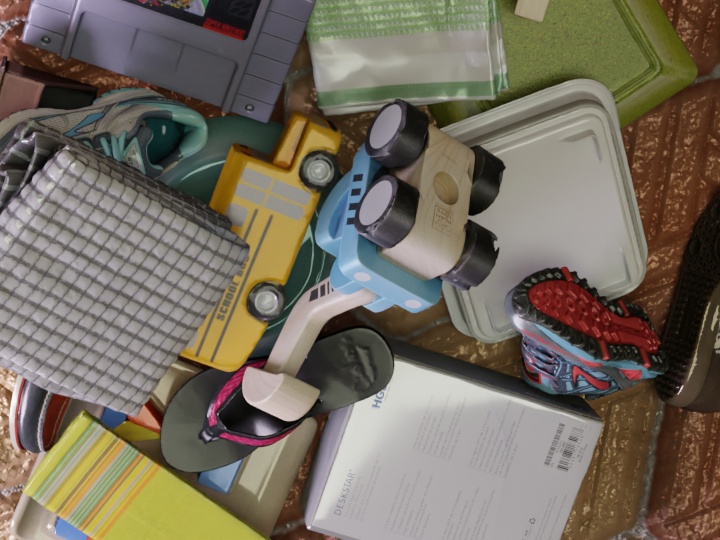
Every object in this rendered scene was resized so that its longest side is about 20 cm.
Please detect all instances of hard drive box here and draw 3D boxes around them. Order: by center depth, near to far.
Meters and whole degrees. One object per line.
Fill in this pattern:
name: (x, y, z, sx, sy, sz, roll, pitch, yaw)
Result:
hard drive box: (0.071, 0.153, 1.587, 0.200, 0.077, 0.156, 18, 99, -11)

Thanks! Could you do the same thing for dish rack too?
dish rack: (0.137, -0.036, 1.541, 0.171, 0.044, 0.200, -21, 124, -3)

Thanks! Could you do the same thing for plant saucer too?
plant saucer: (0.140, -0.178, 1.542, 0.200, 0.048, 0.200, -33, 103, 1)
plant saucer: (-0.098, -0.020, 1.553, 0.199, 0.036, 0.201, -1, 101, -7)

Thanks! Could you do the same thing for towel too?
towel: (-0.198, -0.001, 1.399, 0.200, 0.086, 0.166, 28, 105, -42)
towel: (0.026, -0.216, 1.470, 0.149, 0.031, 0.200, -5, 110, 8)
towel: (-0.160, 0.194, 1.549, 0.200, 0.018, 0.086, 36, 106, -15)

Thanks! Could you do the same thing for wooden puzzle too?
wooden puzzle: (-0.156, 0.168, 1.578, 0.200, 0.046, 0.186, 23, 98, -11)

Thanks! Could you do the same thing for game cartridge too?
game cartridge: (-0.143, -0.192, 1.479, 0.200, 0.038, 0.130, 18, 136, -8)

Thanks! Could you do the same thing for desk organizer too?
desk organizer: (-0.262, -0.053, 1.508, 0.077, 0.072, 0.200, 16, 99, -12)

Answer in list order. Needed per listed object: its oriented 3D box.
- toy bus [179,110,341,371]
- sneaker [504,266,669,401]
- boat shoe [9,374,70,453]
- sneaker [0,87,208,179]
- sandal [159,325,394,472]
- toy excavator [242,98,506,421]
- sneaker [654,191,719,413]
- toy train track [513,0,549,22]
toy bus: (-0.081, -0.026, 1.502, 0.078, 0.065, 0.200, 20, 99, -9)
sneaker: (0.161, 0.065, 1.540, 0.095, 0.079, 0.200, -34, 146, 23)
boat shoe: (-0.215, 0.052, 1.516, 0.062, 0.071, 0.200, 20, 99, 4)
sneaker: (-0.195, -0.087, 1.447, 0.200, 0.086, 0.078, -31, 121, -41)
sandal: (-0.070, 0.098, 1.517, 0.200, 0.045, 0.075, -24, 99, 13)
toy excavator: (0.000, 0.000, 1.452, 0.100, 0.200, 0.195, 27, 55, -29)
sneaker: (0.302, 0.019, 1.603, 0.075, 0.070, 0.200, 14, 103, -29)
toy train track: (0.101, -0.258, 1.484, 0.200, 0.033, 0.115, 16, 105, -3)
